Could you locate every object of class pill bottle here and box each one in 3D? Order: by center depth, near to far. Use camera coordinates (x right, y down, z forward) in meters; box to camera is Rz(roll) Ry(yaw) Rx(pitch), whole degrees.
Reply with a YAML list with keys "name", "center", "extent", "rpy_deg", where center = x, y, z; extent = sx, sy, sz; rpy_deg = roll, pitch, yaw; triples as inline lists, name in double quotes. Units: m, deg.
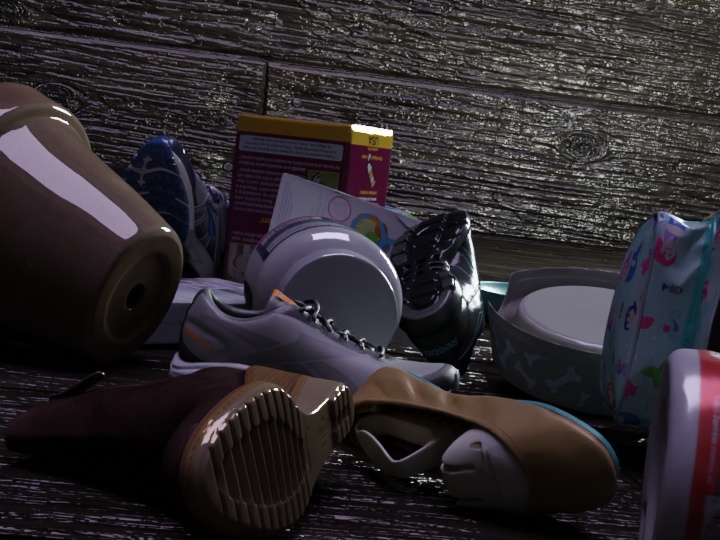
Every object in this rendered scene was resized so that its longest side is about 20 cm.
- name: "pill bottle"
  center: [0.226, 0.103, 0.624]
  extent: [0.198, 0.115, 0.114]
  rpy_deg: [8, 5, 7]
- name: "pill bottle"
  center: [-0.029, 0.022, 1.140]
  extent: [0.119, 0.121, 0.200]
  rpy_deg: [6, 6, -8]

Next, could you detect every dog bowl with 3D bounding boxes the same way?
- name: "dog bowl"
  center: [0.198, 0.058, 1.178]
  extent: [0.198, 0.059, 0.200]
  rpy_deg: [6, 20, -2]

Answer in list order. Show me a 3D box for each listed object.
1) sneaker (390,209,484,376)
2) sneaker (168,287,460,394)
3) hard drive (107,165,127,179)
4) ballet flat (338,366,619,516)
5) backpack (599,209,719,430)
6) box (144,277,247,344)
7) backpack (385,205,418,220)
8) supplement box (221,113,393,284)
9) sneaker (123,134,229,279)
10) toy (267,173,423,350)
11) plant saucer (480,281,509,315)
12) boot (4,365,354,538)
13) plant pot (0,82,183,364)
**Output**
- name: "sneaker"
  center: [0.068, 0.018, 1.235]
  extent: [0.075, 0.080, 0.200]
  rpy_deg: [-19, 26, 19]
- name: "sneaker"
  center: [-0.029, 0.058, 0.983]
  extent: [0.198, 0.080, 0.074]
  rpy_deg: [8, 3, -1]
- name: "hard drive"
  center: [-0.255, -0.045, 1.522]
  extent: [0.199, 0.140, 0.038]
  rpy_deg: [13, 44, 43]
- name: "ballet flat"
  center: [0.055, 0.102, 0.791]
  extent: [0.063, 0.069, 0.199]
  rpy_deg: [-29, 21, -29]
- name: "backpack"
  center: [0.243, 0.043, 0.977]
  extent: [0.149, 0.179, 0.200]
  rpy_deg: [13, 2, 11]
- name: "box"
  center: [-0.159, 0.034, 1.279]
  extent: [0.155, 0.042, 0.199]
  rpy_deg: [11, 5, 44]
- name: "backpack"
  center: [-0.002, -0.015, 1.600]
  extent: [0.162, 0.155, 0.200]
  rpy_deg: [-1, -7, -9]
- name: "supplement box"
  center: [-0.053, -0.047, 1.416]
  extent: [0.130, 0.202, 0.103]
  rpy_deg: [9, 5, 25]
- name: "sneaker"
  center: [-0.171, -0.060, 1.399]
  extent: [0.077, 0.201, 0.085]
  rpy_deg: [16, 49, 22]
- name: "toy"
  center: [0.000, 0.000, 1.301]
  extent: [0.199, 0.116, 0.047]
  rpy_deg: [17, -14, -21]
- name: "plant saucer"
  center: [0.221, 0.045, 1.704]
  extent: [0.198, 0.036, 0.200]
  rpy_deg: [8, 5, -1]
- name: "boot"
  center: [-0.105, 0.090, 0.720]
  extent: [0.165, 0.073, 0.200]
  rpy_deg: [-4, 3, 16]
- name: "plant pot"
  center: [-0.233, -0.019, 1.084]
  extent: [0.174, 0.201, 0.200]
  rpy_deg: [27, 13, 23]
